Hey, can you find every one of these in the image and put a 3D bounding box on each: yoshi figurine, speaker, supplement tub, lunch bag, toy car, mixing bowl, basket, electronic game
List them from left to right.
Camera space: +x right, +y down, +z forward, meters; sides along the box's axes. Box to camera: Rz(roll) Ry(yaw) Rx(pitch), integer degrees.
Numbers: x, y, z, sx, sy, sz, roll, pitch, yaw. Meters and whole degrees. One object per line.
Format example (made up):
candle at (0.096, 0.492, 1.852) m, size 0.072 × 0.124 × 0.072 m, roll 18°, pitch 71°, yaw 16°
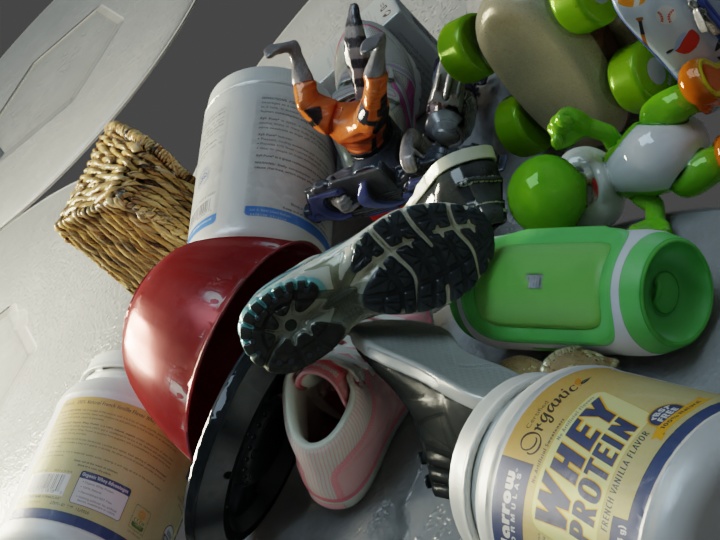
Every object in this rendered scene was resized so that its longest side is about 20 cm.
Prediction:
supplement tub at (-0.217, 0.185, 1.321) m, size 0.144 × 0.144 × 0.201 m, roll -20°, pitch 39°, yaw 42°
basket at (-0.173, -0.056, 1.503) m, size 0.142 × 0.200 × 0.150 m, roll -20°, pitch 38°, yaw 43°
mixing bowl at (-0.122, 0.051, 1.230) m, size 0.108 × 0.201 × 0.201 m, roll 23°, pitch 69°, yaw 22°
electronic game at (-0.084, 0.128, 1.192) m, size 0.041 × 0.201 × 0.201 m, roll 21°, pitch 65°, yaw 16°
supplement tub at (-0.087, -0.071, 1.390) m, size 0.131 × 0.132 × 0.202 m, roll -26°, pitch 44°, yaw 35°
speaker at (0.151, 0.015, 1.078) m, size 0.199 × 0.088 × 0.089 m, roll -1°, pitch 52°, yaw 55°
toy car at (0.192, -0.215, 1.262) m, size 0.164 × 0.158 × 0.200 m, roll -18°, pitch 28°, yaw 51°
yoshi figurine at (0.187, -0.072, 1.119) m, size 0.199 × 0.112 × 0.113 m, roll -28°, pitch 40°, yaw 38°
supplement tub at (0.154, 0.132, 0.845) m, size 0.145 × 0.144 × 0.199 m, roll -55°, pitch 29°, yaw -15°
lunch bag at (0.253, -0.227, 1.160) m, size 0.075 × 0.160 × 0.201 m, roll -28°, pitch 33°, yaw 33°

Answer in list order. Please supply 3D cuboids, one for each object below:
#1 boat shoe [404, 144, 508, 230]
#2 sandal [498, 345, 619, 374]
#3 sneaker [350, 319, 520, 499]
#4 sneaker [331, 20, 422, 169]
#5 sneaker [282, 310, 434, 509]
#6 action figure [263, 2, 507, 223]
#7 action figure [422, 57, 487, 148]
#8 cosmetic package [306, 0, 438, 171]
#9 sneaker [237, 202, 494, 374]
boat shoe at (0.067, -0.026, 1.219) m, size 0.071 × 0.068 × 0.200 m, roll -18°, pitch -17°, yaw -21°
sandal at (0.136, 0.084, 1.028) m, size 0.078 × 0.070 × 0.211 m, roll -55°, pitch 29°, yaw -14°
sneaker at (0.049, 0.101, 1.085) m, size 0.070 × 0.100 × 0.200 m, roll -10°, pitch 21°, yaw -29°
sneaker at (0.013, -0.150, 1.401) m, size 0.081 × 0.088 × 0.202 m, roll -19°, pitch 65°, yaw 15°
sneaker at (-0.001, 0.075, 1.179) m, size 0.075 × 0.105 × 0.202 m, roll 10°, pitch 61°, yaw 24°
action figure at (0.032, -0.117, 1.266) m, size 0.198 × 0.194 × 0.105 m, roll -6°, pitch 38°, yaw 30°
action figure at (0.093, -0.158, 1.359) m, size 0.201 × 0.069 × 0.131 m, roll -71°, pitch 2°, yaw -56°
cosmetic package at (-0.008, -0.172, 1.526) m, size 0.200 × 0.101 × 0.071 m, roll -40°, pitch 28°, yaw 12°
sneaker at (0.000, 0.000, 1.106) m, size 0.198 × 0.078 × 0.086 m, roll -23°, pitch 14°, yaw -3°
